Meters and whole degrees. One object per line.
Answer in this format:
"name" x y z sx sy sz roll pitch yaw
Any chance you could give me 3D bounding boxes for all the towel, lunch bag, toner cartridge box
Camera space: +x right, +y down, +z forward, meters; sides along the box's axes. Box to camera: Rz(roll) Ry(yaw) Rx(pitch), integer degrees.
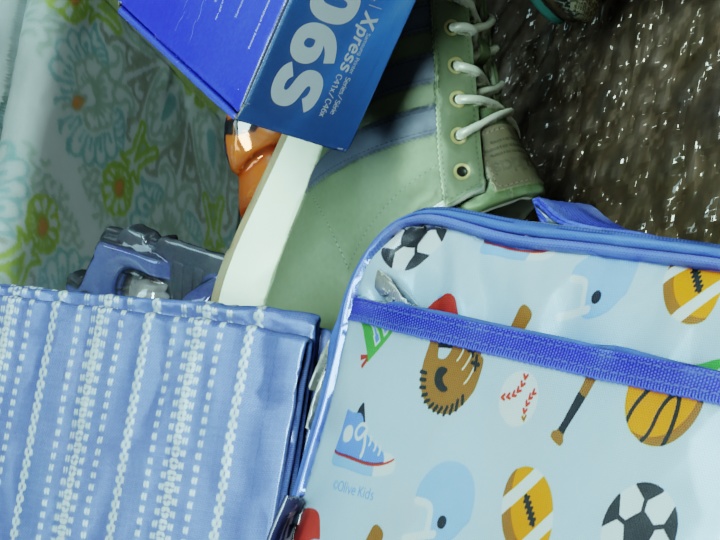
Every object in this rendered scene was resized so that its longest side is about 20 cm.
"towel" -0.106 -0.010 0.918 0.048 0.171 0.201 -6 64 27
"lunch bag" 0.055 0.060 0.607 0.200 0.075 0.161 12 85 52
"toner cartridge box" 0.000 -0.145 0.666 0.095 0.043 0.201 43 113 50
"towel" -0.092 0.078 0.738 0.199 0.024 0.146 5 84 39

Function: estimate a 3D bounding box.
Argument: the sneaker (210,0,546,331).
"sneaker" 0.025 -0.047 0.719 0.090 0.067 0.201 23 99 30

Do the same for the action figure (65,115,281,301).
"action figure" 0.000 0.000 0.820 0.199 0.104 0.194 26 103 36

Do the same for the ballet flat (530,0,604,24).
"ballet flat" 0.070 -0.166 0.798 0.075 0.068 0.200 -32 36 16
